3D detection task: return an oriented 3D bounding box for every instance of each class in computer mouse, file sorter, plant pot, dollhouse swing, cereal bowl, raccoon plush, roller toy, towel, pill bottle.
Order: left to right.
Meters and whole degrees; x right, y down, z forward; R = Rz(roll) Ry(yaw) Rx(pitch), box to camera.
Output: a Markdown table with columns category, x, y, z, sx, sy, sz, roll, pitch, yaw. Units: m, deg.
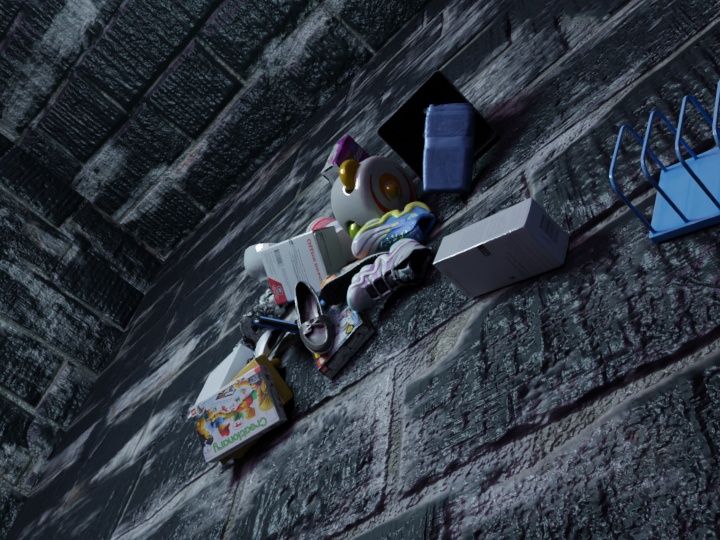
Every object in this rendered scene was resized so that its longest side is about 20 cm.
| category | x | y | z | sx | sy | sz | roll | pitch | yaw |
| --- | --- | --- | --- | --- | --- | --- | --- | --- | --- |
| dollhouse swing | -0.233 | 0.310 | 1.572 | 0.200 | 0.176 | 0.182 | -46 | 62 | 9 |
| raccoon plush | -0.279 | 0.132 | 1.904 | 0.200 | 0.097 | 0.134 | -34 | 18 | 36 |
| computer mouse | -0.245 | 0.200 | 1.706 | 0.110 | 0.044 | 0.200 | -56 | -2 | 42 |
| cereal bowl | -0.216 | 0.001 | 1.869 | 0.200 | 0.200 | 0.083 | -21 | 57 | 52 |
| pill bottle | -0.063 | -0.076 | 1.783 | 0.112 | 0.112 | 0.200 | -52 | 20 | -6 |
| roller toy | 0.036 | -0.171 | 1.640 | 0.182 | 0.200 | 0.140 | -23 | 0 | -43 |
| plant pot | 0.181 | -0.337 | 1.655 | 0.200 | 0.200 | 0.177 | -43 | 9 | 17 |
| towel | 0.193 | -0.264 | 1.520 | 0.111 | 0.049 | 0.200 | 2 | 82 | 16 |
| file sorter | 0.438 | -0.150 | 0.883 | 0.200 | 0.123 | 0.139 | -24 | 31 | 49 |

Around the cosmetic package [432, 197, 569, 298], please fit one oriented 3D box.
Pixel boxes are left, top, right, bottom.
| category | x | y | z | sx | sy | sz | roll | pitch | yaw |
| --- | --- | --- | --- | --- | --- | --- | --- | --- | --- |
| cosmetic package | 0.226 | -0.032 | 1.139 | 0.200 | 0.102 | 0.074 | -28 | 28 | 47 |

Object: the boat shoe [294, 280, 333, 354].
| category | x | y | z | sx | sy | sz | roll | pitch | yaw |
| --- | --- | --- | --- | --- | --- | --- | --- | --- | --- |
| boat shoe | -0.107 | 0.096 | 1.472 | 0.067 | 0.057 | 0.200 | -23 | 37 | 0 |

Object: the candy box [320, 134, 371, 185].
| category | x | y | z | sx | sy | sz | roll | pitch | yaw |
| --- | --- | --- | --- | --- | --- | --- | --- | --- | --- |
| candy box | 0.003 | -0.233 | 1.795 | 0.061 | 0.200 | 0.136 | -32 | 25 | 37 |

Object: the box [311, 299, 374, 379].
| category | x | y | z | sx | sy | sz | roll | pitch | yaw |
| --- | --- | --- | --- | --- | --- | --- | --- | --- | --- |
| box | -0.049 | 0.133 | 1.495 | 0.137 | 0.040 | 0.200 | -49 | 21 | 5 |

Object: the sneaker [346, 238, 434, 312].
| category | x | y | z | sx | sy | sz | roll | pitch | yaw |
| --- | --- | --- | --- | --- | --- | --- | --- | --- | --- |
| sneaker | 0.066 | 0.013 | 1.403 | 0.200 | 0.078 | 0.140 | -46 | 22 | -10 |

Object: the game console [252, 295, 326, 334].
| category | x | y | z | sx | sy | sz | roll | pitch | yaw |
| --- | --- | --- | --- | --- | --- | --- | --- | --- | --- |
| game console | -0.159 | 0.085 | 1.649 | 0.200 | 0.170 | 0.119 | 168 | 115 | -80 |

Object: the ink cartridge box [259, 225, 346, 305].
| category | x | y | z | sx | sy | sz | roll | pitch | yaw |
| --- | --- | --- | --- | --- | --- | --- | --- | --- | --- |
| ink cartridge box | -0.133 | -0.011 | 1.688 | 0.200 | 0.145 | 0.084 | -17 | 1 | 42 |

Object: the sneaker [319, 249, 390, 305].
| category | x | y | z | sx | sy | sz | roll | pitch | yaw |
| --- | --- | --- | --- | --- | --- | --- | --- | --- | --- |
| sneaker | 0.000 | 0.000 | 1.530 | 0.200 | 0.070 | 0.090 | -27 | 22 | 6 |

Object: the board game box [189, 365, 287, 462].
| category | x | y | z | sx | sy | sz | roll | pitch | yaw |
| --- | --- | --- | --- | --- | --- | --- | --- | --- | --- |
| board game box | -0.260 | 0.303 | 1.467 | 0.200 | 0.035 | 0.126 | -33 | 66 | 16 |

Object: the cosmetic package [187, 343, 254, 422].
| category | x | y | z | sx | sy | sz | roll | pitch | yaw |
| --- | --- | --- | --- | --- | --- | --- | --- | --- | --- |
| cosmetic package | -0.356 | 0.296 | 1.785 | 0.200 | 0.052 | 0.151 | -42 | 22 | 43 |

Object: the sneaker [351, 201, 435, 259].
| category | x | y | z | sx | sy | sz | roll | pitch | yaw |
| --- | --- | --- | --- | --- | --- | --- | --- | --- | --- |
| sneaker | 0.077 | -0.084 | 1.521 | 0.200 | 0.076 | 0.105 | -35 | 26 | -10 |
